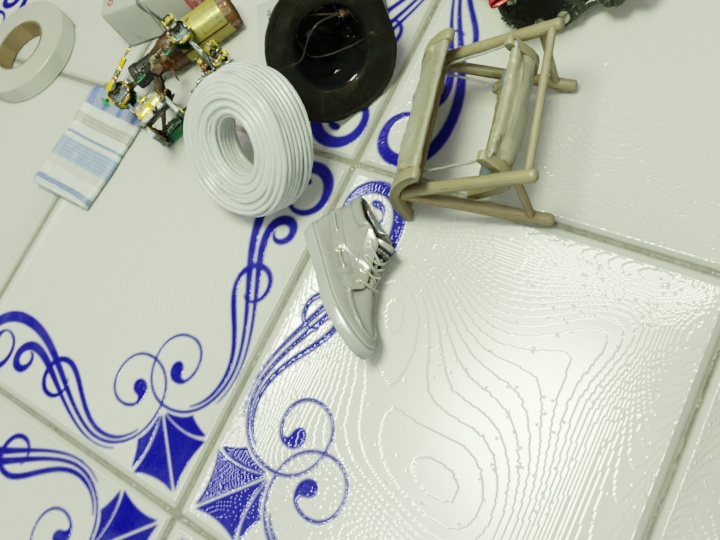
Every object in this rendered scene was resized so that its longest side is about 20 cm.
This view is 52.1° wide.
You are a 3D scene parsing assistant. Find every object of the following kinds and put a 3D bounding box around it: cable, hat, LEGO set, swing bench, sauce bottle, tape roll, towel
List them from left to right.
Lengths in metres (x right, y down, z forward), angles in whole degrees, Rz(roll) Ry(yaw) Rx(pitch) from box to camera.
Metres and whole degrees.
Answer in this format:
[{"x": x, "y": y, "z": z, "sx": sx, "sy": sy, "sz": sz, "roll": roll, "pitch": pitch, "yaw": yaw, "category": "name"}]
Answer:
[{"x": -0.619, "y": -0.407, "z": 1.367, "sx": 0.200, "sy": 0.037, "sz": 0.206, "roll": -10, "pitch": 65, "yaw": 21, "category": "tape roll"}, {"x": -0.442, "y": -0.206, "z": 1.207, "sx": 0.146, "sy": 0.024, "sz": 0.202, "roll": 25, "pitch": 80, "yaw": 30, "category": "towel"}, {"x": -0.289, "y": -0.283, "z": 1.089, "sx": 0.199, "sy": 0.116, "sz": 0.155, "roll": -37, "pitch": 91, "yaw": 0, "category": "LEGO set"}, {"x": -0.284, "y": -0.366, "z": 1.180, "sx": 0.198, "sy": 0.066, "sz": 0.067, "roll": -31, "pitch": 59, "yaw": 7, "category": "sauce bottle"}, {"x": -0.151, "y": -0.171, "z": 0.974, "sx": 0.199, "sy": 0.202, "sz": 0.069, "roll": 29, "pitch": 39, "yaw": 28, "category": "cable"}, {"x": -0.050, "y": -0.304, "z": 0.984, "sx": 0.200, "sy": 0.201, "sz": 0.081, "roll": -43, "pitch": 41, "yaw": 1, "category": "hat"}, {"x": 0.136, "y": -0.171, "z": 0.870, "sx": 0.197, "sy": 0.130, "sz": 0.202, "roll": 5, "pitch": 71, "yaw": 26, "category": "swing bench"}]

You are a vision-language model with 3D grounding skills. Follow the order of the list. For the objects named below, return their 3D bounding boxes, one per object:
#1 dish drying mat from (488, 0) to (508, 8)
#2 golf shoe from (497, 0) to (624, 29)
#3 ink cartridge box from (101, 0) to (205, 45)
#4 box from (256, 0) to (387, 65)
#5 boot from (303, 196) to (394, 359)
[{"x": 0.194, "y": -0.384, "z": 0.935, "sx": 0.076, "sy": 0.018, "sz": 0.201, "roll": -23, "pitch": 28, "yaw": 23, "category": "dish drying mat"}, {"x": 0.272, "y": -0.361, "z": 0.936, "sx": 0.198, "sy": 0.078, "sz": 0.088, "roll": -5, "pitch": 35, "yaw": 31, "category": "golf shoe"}, {"x": -0.328, "y": -0.484, "z": 1.241, "sx": 0.197, "sy": 0.083, "sz": 0.149, "roll": -11, "pitch": 64, "yaw": 19, "category": "ink cartridge box"}, {"x": -0.056, "y": -0.360, "z": 1.091, "sx": 0.197, "sy": 0.041, "sz": 0.158, "roll": -16, "pitch": 63, "yaw": 19, "category": "box"}, {"x": 0.000, "y": 0.000, "z": 0.888, "sx": 0.095, "sy": 0.073, "sz": 0.202, "roll": -32, "pitch": 58, "yaw": 16, "category": "boot"}]
